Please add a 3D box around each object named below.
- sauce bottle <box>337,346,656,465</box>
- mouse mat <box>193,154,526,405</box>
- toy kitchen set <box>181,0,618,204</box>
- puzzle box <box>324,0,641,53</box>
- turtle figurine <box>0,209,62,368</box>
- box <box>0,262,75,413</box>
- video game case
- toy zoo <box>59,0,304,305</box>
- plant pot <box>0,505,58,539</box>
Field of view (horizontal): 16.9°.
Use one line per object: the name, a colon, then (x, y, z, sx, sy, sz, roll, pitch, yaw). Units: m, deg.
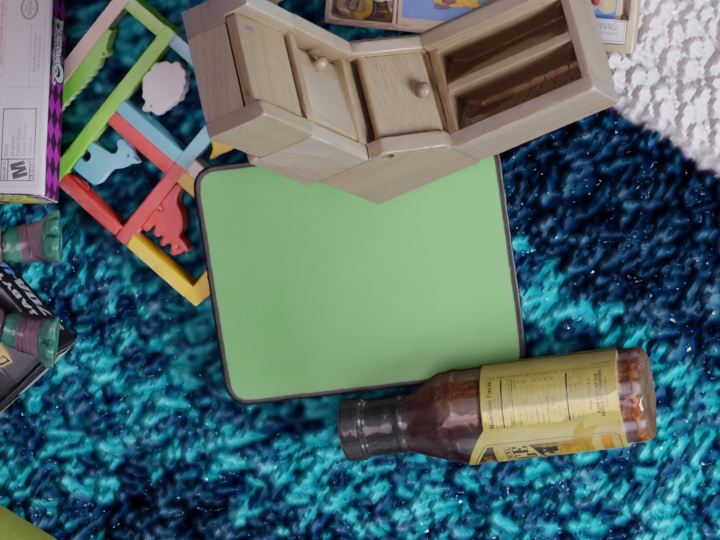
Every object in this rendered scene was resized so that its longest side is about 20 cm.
sauce bottle: (0.086, 0.090, 1.538, 0.199, 0.066, 0.066, -8, 97, 15)
mouse mat: (0.000, 0.000, 1.556, 0.199, 0.008, 0.161, -7, 102, 6)
toy kitchen set: (0.014, -0.160, 1.429, 0.180, 0.200, 0.164, -22, 71, 25)
puzzle box: (0.080, -0.211, 1.510, 0.199, 0.025, 0.133, 6, 99, 10)
turtle figurine: (-0.290, 0.008, 1.534, 0.199, 0.101, 0.150, 1, 113, -5)
box: (-0.313, 0.027, 1.614, 0.159, 0.046, 0.200, -42, 89, 14)
video game case: (-0.279, -0.141, 1.558, 0.181, 0.036, 0.201, -1, 81, 11)
toy zoo: (-0.117, -0.070, 1.573, 0.200, 0.020, 0.131, 42, 104, 3)
plant pot: (-0.193, 0.271, 1.575, 0.200, 0.187, 0.187, 25, 103, -10)
